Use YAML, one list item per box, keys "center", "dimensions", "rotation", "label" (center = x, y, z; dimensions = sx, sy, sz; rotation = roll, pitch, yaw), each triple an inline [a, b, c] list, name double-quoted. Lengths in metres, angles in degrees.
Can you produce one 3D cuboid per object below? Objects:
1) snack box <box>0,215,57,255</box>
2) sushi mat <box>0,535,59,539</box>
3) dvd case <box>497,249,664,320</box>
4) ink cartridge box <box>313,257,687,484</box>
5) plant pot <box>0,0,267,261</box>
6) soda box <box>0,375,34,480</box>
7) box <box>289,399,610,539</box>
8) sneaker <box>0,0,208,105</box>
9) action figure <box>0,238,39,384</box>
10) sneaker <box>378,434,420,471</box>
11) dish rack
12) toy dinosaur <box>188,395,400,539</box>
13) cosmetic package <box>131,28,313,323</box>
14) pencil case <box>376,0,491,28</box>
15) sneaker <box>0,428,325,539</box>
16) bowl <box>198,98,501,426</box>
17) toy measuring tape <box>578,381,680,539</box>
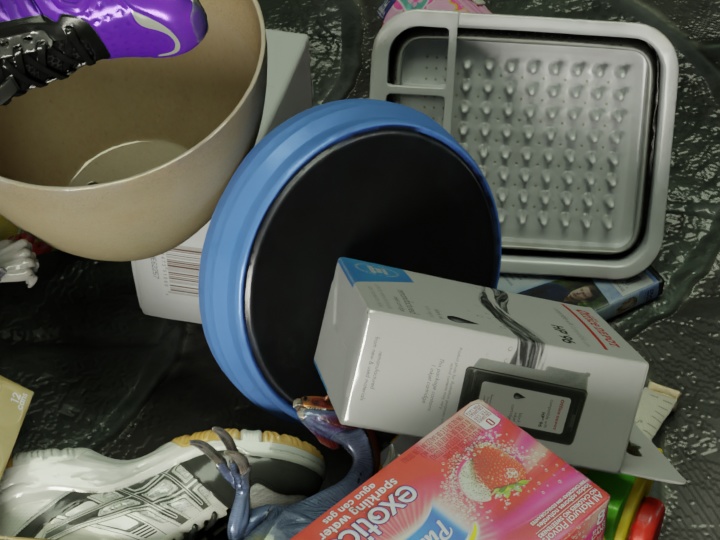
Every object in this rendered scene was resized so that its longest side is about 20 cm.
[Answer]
- center: [-0.248, -0.101, 1.171]
  dimensions: [0.067, 0.202, 0.168]
  rotation: [28, 31, 36]
  label: "snack box"
- center: [-0.117, 0.197, 0.996]
  dimensions: [0.198, 0.012, 0.097]
  rotation: [5, 71, -7]
  label: "sushi mat"
- center: [0.084, 0.004, 1.235]
  dimensions: [0.199, 0.018, 0.143]
  rotation: [-23, 49, -21]
  label: "dvd case"
- center: [0.083, 0.055, 1.021]
  dimensions: [0.198, 0.068, 0.116]
  rotation: [12, 13, -12]
  label: "ink cartridge box"
- center: [-0.146, -0.084, 1.098]
  dimensions: [0.198, 0.135, 0.202]
  rotation: [-3, 53, 4]
  label: "plant pot"
- center: [-0.249, 0.145, 0.994]
  dimensions: [0.067, 0.064, 0.201]
  rotation: [29, 61, -21]
  label: "soda box"
- center: [0.022, 0.168, 0.894]
  dimensions: [0.199, 0.100, 0.095]
  rotation: [-33, 52, -32]
  label: "box"
- center: [-0.183, -0.126, 1.014]
  dimensions: [0.198, 0.070, 0.100]
  rotation: [10, 62, 18]
  label: "sneaker"
- center: [-0.250, -0.006, 1.064]
  dimensions: [0.102, 0.201, 0.119]
  rotation: [-27, 49, -20]
  label: "action figure"
- center: [0.061, 0.121, 1.089]
  dimensions: [0.090, 0.070, 0.200]
  rotation: [37, 53, 13]
  label: "sneaker"
- center: [0.104, -0.085, 1.212]
  dimensions: [0.198, 0.173, 0.044]
  rotation: [4, 16, 3]
  label: "dish rack"
- center: [-0.057, 0.148, 0.987]
  dimensions: [0.105, 0.201, 0.181]
  rotation: [38, 35, 18]
  label: "toy dinosaur"
- center: [-0.091, -0.068, 1.247]
  dimensions: [0.073, 0.102, 0.201]
  rotation: [8, 43, 10]
  label: "cosmetic package"
- center: [0.090, -0.141, 1.322]
  dimensions: [0.087, 0.088, 0.200]
  rotation: [-18, 41, -19]
  label: "pencil case"
- center: [-0.115, 0.148, 1.058]
  dimensions: [0.198, 0.076, 0.088]
  rotation: [-8, 60, -5]
  label: "sneaker"
- center: [0.000, 0.000, 1.088]
  dimensions: [0.200, 0.202, 0.039]
  rotation: [-25, 28, -25]
  label: "bowl"
- center: [0.152, 0.132, 1.090]
  dimensions: [0.073, 0.074, 0.200]
  rotation: [17, 24, 16]
  label: "toy measuring tape"
